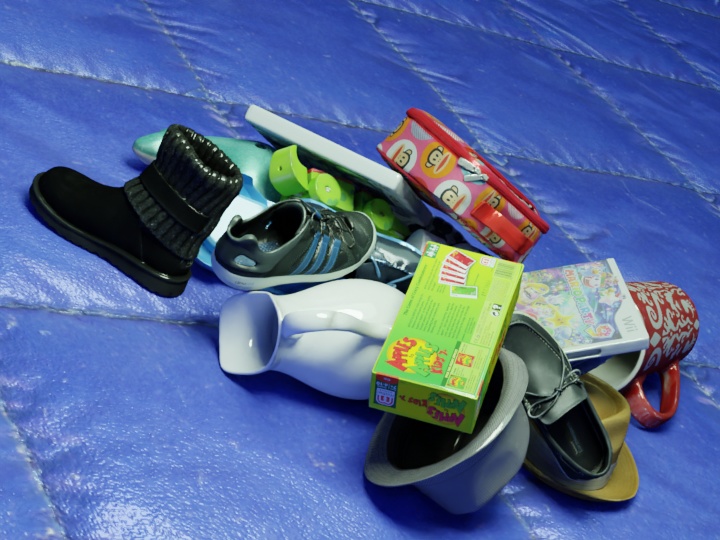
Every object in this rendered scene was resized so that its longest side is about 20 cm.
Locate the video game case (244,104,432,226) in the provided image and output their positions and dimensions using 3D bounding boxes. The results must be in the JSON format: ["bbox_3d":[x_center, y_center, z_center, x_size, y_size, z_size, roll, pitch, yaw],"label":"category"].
[{"bbox_3d":[-0.023,-0.118,1.848,0.199,0.024,0.182,27,-5,18],"label":"video game case"}]

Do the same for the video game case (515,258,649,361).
[{"bbox_3d":[0.193,0.049,1.707,0.198,0.018,0.144,-9,37,-4],"label":"video game case"}]

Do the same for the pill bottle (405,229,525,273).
[{"bbox_3d":[0.135,0.036,1.826,0.199,0.110,0.110,26,25,-14],"label":"pill bottle"}]

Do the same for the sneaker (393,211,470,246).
[{"bbox_3d":[0.070,-0.047,1.952,0.199,0.078,0.080,38,15,17],"label":"sneaker"}]

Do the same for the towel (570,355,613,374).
[{"bbox_3d":[0.168,0.094,1.716,0.199,0.049,0.112,-24,30,-19],"label":"towel"}]

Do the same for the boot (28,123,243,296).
[{"bbox_3d":[-0.232,-0.090,1.659,0.210,0.159,0.079,31,26,7],"label":"boot"}]

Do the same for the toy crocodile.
[{"bbox_3d":[-0.024,-0.078,1.810,0.199,0.067,0.062,24,58,-35],"label":"toy crocodile"}]

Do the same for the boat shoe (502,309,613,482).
[{"bbox_3d":[0.195,0.127,1.615,0.201,0.074,0.062,60,-11,-9],"label":"boat shoe"}]

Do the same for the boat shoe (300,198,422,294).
[{"bbox_3d":[0.000,0.000,1.711,0.198,0.084,0.069,23,53,1],"label":"boat shoe"}]

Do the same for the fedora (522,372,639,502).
[{"bbox_3d":[0.235,0.164,1.732,0.199,0.082,0.201,22,26,-11],"label":"fedora"}]

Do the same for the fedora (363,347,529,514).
[{"bbox_3d":[0.100,0.166,1.553,0.091,0.176,0.201,54,32,-24],"label":"fedora"}]

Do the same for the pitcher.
[{"bbox_3d":[-0.017,0.065,1.589,0.198,0.123,0.171,6,-8,-33],"label":"pitcher"}]

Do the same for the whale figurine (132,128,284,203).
[{"bbox_3d":[-0.163,-0.119,1.845,0.199,0.104,0.159,34,26,14],"label":"whale figurine"}]

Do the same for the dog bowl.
[{"bbox_3d":[-0.106,-0.032,1.744,0.198,0.112,0.050,22,-19,-14],"label":"dog bowl"}]

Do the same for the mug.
[{"bbox_3d":[0.326,0.095,1.949,0.132,0.180,0.199,-1,3,33],"label":"mug"}]

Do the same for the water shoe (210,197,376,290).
[{"bbox_3d":[-0.055,-0.033,1.603,0.199,0.079,0.072,-18,58,-37],"label":"water shoe"}]

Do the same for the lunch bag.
[{"bbox_3d":[0.123,-0.085,1.796,0.176,0.082,0.200,44,5,39],"label":"lunch bag"}]

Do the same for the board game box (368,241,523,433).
[{"bbox_3d":[0.085,0.060,1.534,0.101,0.048,0.201,13,41,11],"label":"board game box"}]
